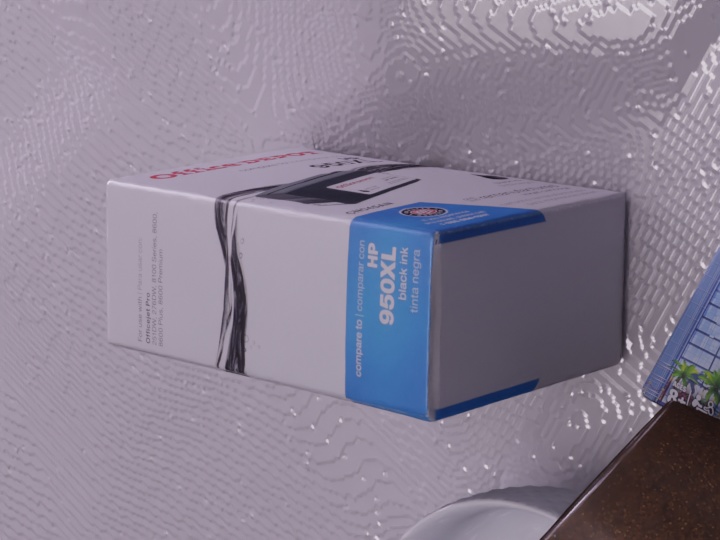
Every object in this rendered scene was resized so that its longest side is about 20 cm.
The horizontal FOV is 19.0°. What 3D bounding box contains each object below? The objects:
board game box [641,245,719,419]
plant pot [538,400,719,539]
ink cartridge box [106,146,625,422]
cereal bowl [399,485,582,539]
[{"bbox_3d":[0.227,-0.004,0.843,0.199,0.062,0.201,27,117,34],"label":"board game box"},{"bbox_3d":[0.161,0.150,0.820,0.200,0.187,0.187,43,126,7],"label":"plant pot"},{"bbox_3d":[0.000,0.000,0.988,0.199,0.144,0.085,10,105,39],"label":"ink cartridge box"},{"bbox_3d":[0.099,0.192,0.985,0.199,0.083,0.201,10,105,40],"label":"cereal bowl"}]
